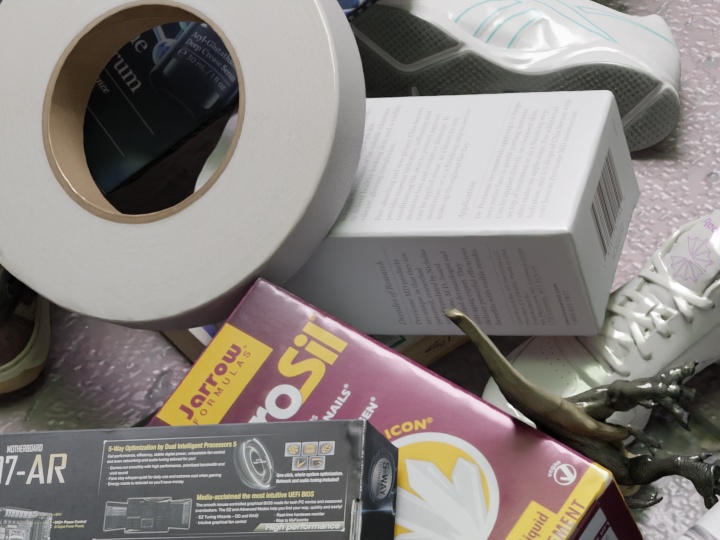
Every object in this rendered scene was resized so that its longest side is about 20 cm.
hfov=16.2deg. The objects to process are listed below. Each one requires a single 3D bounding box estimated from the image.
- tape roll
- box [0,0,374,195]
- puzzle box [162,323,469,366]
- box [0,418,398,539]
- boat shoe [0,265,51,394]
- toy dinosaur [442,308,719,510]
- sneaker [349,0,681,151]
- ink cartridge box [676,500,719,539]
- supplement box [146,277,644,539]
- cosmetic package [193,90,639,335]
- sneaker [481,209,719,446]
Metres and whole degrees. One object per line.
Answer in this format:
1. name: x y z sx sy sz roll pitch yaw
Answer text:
1. tape roll: -0.095 -0.071 1.191 0.203 0.037 0.203 -4 80 22
2. box: -0.091 -0.156 1.296 0.200 0.107 0.148 -37 94 3
3. puzzle box: 0.000 0.000 1.288 0.200 0.025 0.133 -29 51 -24
4. box: -0.089 0.147 1.061 0.200 0.044 0.160 -4 68 19
5. boat shoe: -0.193 -0.025 1.294 0.072 0.065 0.200 -6 44 -1
6. toy dinosaur: 0.110 0.069 1.103 0.088 0.200 0.047 3 66 27
7. sneaker: 0.079 -0.119 1.381 0.200 0.070 0.080 13 40 6
8. ink cartridge box: 0.177 0.181 1.057 0.145 0.084 0.200 33 55 30
9. supplement box: 0.010 0.103 1.121 0.200 0.086 0.110 29 74 28
10. cosmetic package: 0.024 -0.026 1.215 0.200 0.071 0.101 0 44 23
11. sneaker: 0.139 0.019 1.209 0.200 0.100 0.075 -29 56 -22
